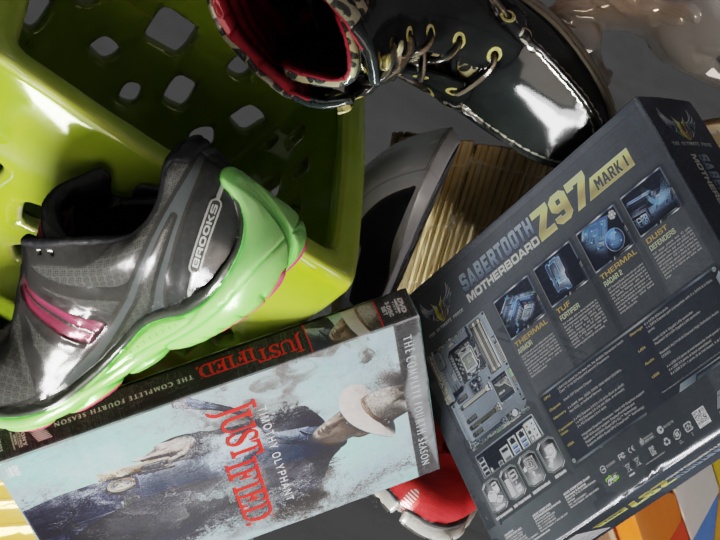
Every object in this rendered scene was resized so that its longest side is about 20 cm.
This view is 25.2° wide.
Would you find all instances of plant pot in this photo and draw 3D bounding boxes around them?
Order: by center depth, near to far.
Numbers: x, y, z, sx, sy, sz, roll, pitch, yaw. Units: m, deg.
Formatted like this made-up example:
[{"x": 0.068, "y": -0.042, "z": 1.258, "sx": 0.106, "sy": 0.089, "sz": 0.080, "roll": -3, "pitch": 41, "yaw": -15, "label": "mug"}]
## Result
[{"x": -0.128, "y": -0.052, "z": 0.790, "sx": 0.199, "sy": 0.200, "sz": 0.181, "roll": 33, "pitch": 124, "yaw": -23, "label": "plant pot"}]

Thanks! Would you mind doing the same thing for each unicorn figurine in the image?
[{"x": 0.183, "y": -0.121, "z": 0.819, "sx": 0.137, "sy": 0.074, "sz": 0.200, "roll": 38, "pitch": 133, "yaw": -16, "label": "unicorn figurine"}]

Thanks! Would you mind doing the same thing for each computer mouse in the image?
[{"x": 0.000, "y": 0.000, "z": 0.860, "sx": 0.044, "sy": 0.110, "sz": 0.200, "roll": 26, "pitch": 125, "yaw": 5, "label": "computer mouse"}]

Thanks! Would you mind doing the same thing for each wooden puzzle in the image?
[{"x": 0.187, "y": 0.127, "z": 0.941, "sx": 0.037, "sy": 0.185, "sz": 0.200, "roll": 10, "pitch": 135, "yaw": 34, "label": "wooden puzzle"}]

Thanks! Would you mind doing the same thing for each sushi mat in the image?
[{"x": 0.044, "y": 0.008, "z": 0.944, "sx": 0.096, "sy": 0.012, "sz": 0.200, "roll": 9, "pitch": 124, "yaw": -8, "label": "sushi mat"}]

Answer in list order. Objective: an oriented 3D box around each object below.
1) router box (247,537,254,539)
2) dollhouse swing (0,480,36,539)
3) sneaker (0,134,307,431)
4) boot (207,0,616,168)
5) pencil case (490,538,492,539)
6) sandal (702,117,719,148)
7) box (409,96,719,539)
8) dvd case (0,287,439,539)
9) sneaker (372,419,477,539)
[{"x": -0.098, "y": 0.147, "z": 0.924, "sx": 0.052, "sy": 0.157, "sz": 0.200, "roll": 12, "pitch": 112, "yaw": -11, "label": "router box"}, {"x": -0.223, "y": 0.139, "z": 0.940, "sx": 0.176, "sy": 0.182, "sz": 0.200, "roll": 6, "pitch": 124, "yaw": 6, "label": "dollhouse swing"}, {"x": -0.109, "y": 0.004, "z": 0.673, "sx": 0.200, "sy": 0.077, "sz": 0.084, "roll": -30, "pitch": 102, "yaw": 32, "label": "sneaker"}, {"x": 0.026, "y": -0.099, "z": 0.757, "sx": 0.204, "sy": 0.154, "sz": 0.073, "roll": 42, "pitch": 122, "yaw": -6, "label": "boot"}, {"x": 0.178, "y": 0.220, "z": 1.047, "sx": 0.200, "sy": 0.094, "sz": 0.091, "roll": 30, "pitch": 100, "yaw": -22, "label": "pencil case"}, {"x": 0.239, "y": -0.018, "z": 0.811, "sx": 0.212, "sy": 0.070, "sz": 0.078, "roll": 12, "pitch": 122, "yaw": -16, "label": "sandal"}, {"x": 0.117, "y": 0.035, "z": 0.795, "sx": 0.051, "sy": 0.158, "sz": 0.200, "roll": -1, "pitch": 147, "yaw": -46, "label": "box"}, {"x": -0.062, "y": 0.087, "z": 0.769, "sx": 0.200, "sy": 0.022, "sz": 0.146, "roll": -20, "pitch": 144, "yaw": -8, "label": "dvd case"}, {"x": 0.066, "y": 0.089, "z": 0.914, "sx": 0.077, "sy": 0.200, "sz": 0.085, "roll": 43, "pitch": 117, "yaw": 15, "label": "sneaker"}]
